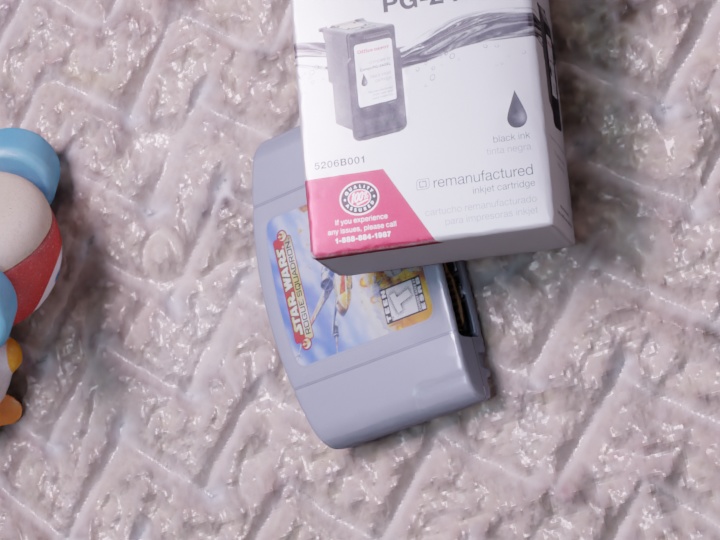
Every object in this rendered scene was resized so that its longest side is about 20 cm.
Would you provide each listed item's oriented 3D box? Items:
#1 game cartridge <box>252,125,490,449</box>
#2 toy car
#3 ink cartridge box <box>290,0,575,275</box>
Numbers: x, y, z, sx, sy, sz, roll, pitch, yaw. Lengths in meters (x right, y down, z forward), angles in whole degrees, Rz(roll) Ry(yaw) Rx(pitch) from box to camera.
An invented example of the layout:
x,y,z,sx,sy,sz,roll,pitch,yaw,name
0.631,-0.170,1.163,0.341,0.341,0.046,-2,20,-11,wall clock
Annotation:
x,y,z,sx,sy,sz,roll,pitch,yaw,name
0.000,0.000,1.312,0.132,0.041,0.202,-20,76,28,game cartridge
-0.270,0.040,1.449,0.175,0.185,0.201,-7,126,10,toy car
0.038,-0.109,1.236,0.144,0.083,0.202,-8,81,13,ink cartridge box
